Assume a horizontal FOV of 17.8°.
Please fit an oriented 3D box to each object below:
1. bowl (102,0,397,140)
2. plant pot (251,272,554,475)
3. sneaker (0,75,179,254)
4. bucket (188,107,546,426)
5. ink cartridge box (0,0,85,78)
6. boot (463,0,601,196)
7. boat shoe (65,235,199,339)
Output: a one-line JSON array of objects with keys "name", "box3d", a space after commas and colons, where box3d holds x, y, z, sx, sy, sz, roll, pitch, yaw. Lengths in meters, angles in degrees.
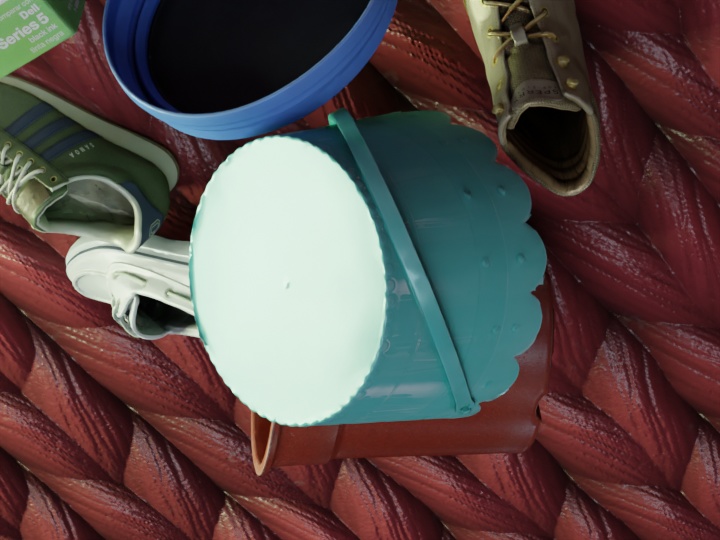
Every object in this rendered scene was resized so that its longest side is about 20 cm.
[{"name": "bowl", "box3d": [-0.066, -0.170, 1.439, 0.199, 0.202, 0.039, -14, 145, 19]}, {"name": "plant pot", "box3d": [0.029, 0.051, 1.640, 0.193, 0.202, 0.202, 4, 133, -7]}, {"name": "sneaker", "box3d": [-0.226, -0.073, 1.615, 0.199, 0.090, 0.067, 21, 132, -12]}, {"name": "bucket", "box3d": [0.000, 0.000, 1.427, 0.134, 0.208, 0.207, -8, 150, -46]}, {"name": "ink cartridge box", "box3d": [-0.256, -0.240, 1.429, 0.084, 0.146, 0.200, -25, 126, 26]}, {"name": "boot", "box3d": [0.098, -0.159, 1.449, 0.072, 0.156, 0.201, -16, 131, 11]}, {"name": "boat shoe", "box3d": [-0.152, 0.015, 1.651, 0.199, 0.067, 0.074, -1, 146, 47]}]
